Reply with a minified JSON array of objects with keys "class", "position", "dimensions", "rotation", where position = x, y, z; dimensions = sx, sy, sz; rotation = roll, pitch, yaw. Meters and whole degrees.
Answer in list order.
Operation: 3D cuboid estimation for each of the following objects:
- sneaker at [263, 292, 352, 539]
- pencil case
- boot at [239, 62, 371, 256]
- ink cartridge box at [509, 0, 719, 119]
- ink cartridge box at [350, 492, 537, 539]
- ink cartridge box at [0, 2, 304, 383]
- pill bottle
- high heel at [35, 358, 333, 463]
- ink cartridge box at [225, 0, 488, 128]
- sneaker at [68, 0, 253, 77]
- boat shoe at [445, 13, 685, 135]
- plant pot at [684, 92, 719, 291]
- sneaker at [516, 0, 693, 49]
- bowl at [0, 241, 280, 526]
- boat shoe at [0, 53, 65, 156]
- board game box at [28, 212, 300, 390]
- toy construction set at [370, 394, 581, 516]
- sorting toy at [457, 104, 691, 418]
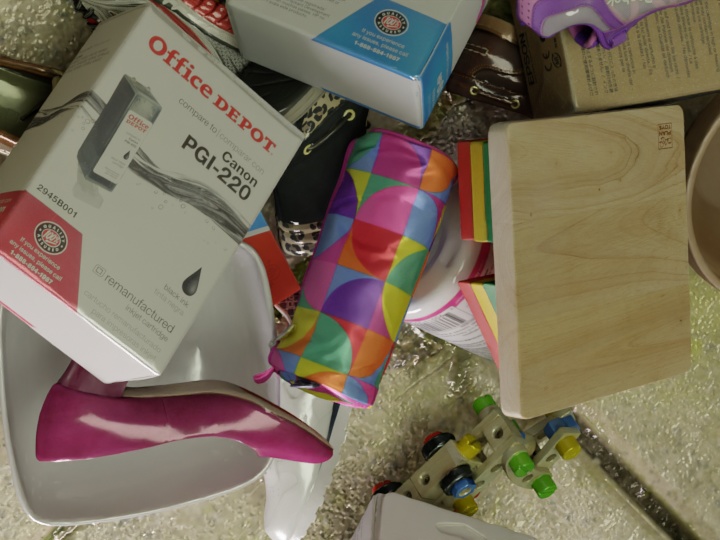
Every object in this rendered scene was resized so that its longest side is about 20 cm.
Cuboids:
[{"class":"sneaker","position":[-0.052,0.113,1.424],"dimensions":[0.080,0.076,0.200],"rotation":[12,98,-13]},{"class":"pencil case","position":[0.000,0.000,1.293],"dimensions":[0.088,0.088,0.200],"rotation":[26,82,-27]},{"class":"boot","position":[-0.006,-0.120,1.360],"dimensions":[0.204,0.073,0.154],"rotation":[-42,141,-29]},{"class":"ink cartridge box","position":[0.194,-0.219,1.362],"dimensions":[0.164,0.075,0.200],"rotation":[-11,89,-22]},{"class":"ink cartridge box","position":[0.042,0.286,1.449],"dimensions":[0.146,0.084,0.200],"rotation":[17,126,-9]},{"class":"ink cartridge box","position":[-0.149,-0.049,1.194],"dimensions":[0.146,0.085,0.200],"rotation":[40,64,-23]},{"class":"pill bottle","position":[0.103,0.009,1.401],"dimensions":[0.200,0.113,0.114],"rotation":[26,97,-43]},{"class":"high heel","position":[-0.120,0.117,1.264],"dimensions":[0.200,0.067,0.096],"rotation":[24,88,-13]},{"class":"ink cartridge box","position":[0.020,-0.218,1.253],"dimensions":[0.144,0.085,0.200],"rotation":[23,73,13]},{"class":"sneaker","position":[-0.158,-0.172,1.273],"dimensions":[0.200,0.078,0.082],"rotation":[23,99,-27]},{"class":"boat shoe","position":[0.155,-0.123,1.419],"dimensions":[0.200,0.070,0.070],"rotation":[25,85,-17]},{"class":"plant pot","position":[0.326,-0.079,1.489],"dimensions":[0.200,0.093,0.201],"rotation":[-7,111,-20]},{"class":"sneaker","position":[0.182,-0.197,1.281],"dimensions":[0.200,0.080,0.089],"rotation":[-4,116,-35]},{"class":"bowl","position":[-0.162,0.070,1.309],"dimensions":[0.199,0.075,0.200],"rotation":[-9,110,-19]},{"class":"boat shoe","position":[-0.206,-0.101,1.257],"dimensions":[0.200,0.074,0.076],"rotation":[13,81,-15]},{"class":"board game box","position":[-0.164,-0.001,1.349],"dimensions":[0.200,0.040,0.153],"rotation":[-32,116,-9]},{"class":"toy construction set","position":[0.087,0.183,1.493],"dimensions":[0.131,0.092,0.200],"rotation":[16,110,-51]},{"class":"sorting toy","position":[0.148,-0.012,1.316],"dimensions":[0.200,0.070,0.199],"rotation":[-10,100,-45]}]
